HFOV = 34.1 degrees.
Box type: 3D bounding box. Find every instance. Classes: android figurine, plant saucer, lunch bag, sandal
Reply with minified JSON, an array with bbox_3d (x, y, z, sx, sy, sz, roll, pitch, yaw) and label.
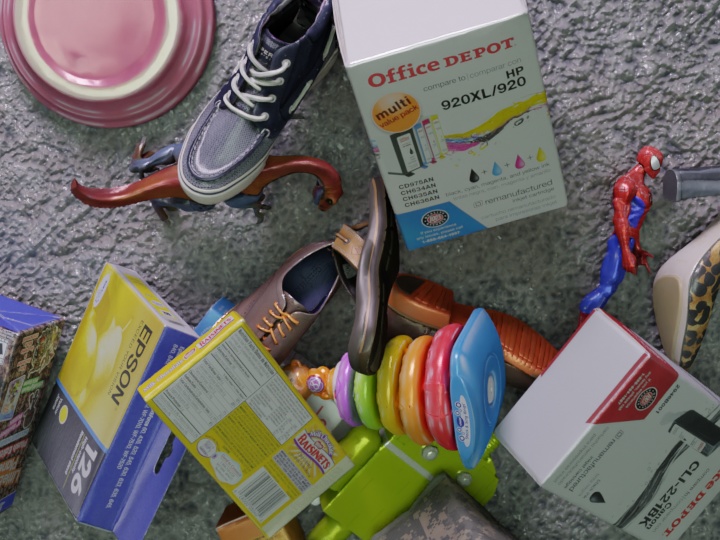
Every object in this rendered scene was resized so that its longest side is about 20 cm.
[{"bbox_3d":[0.048,0.210,1.108,0.182,0.041,0.200,41,100,-20],"label":"android figurine"},{"bbox_3d":[-0.234,-0.230,1.066,0.200,0.051,0.201,0,99,2],"label":"plant saucer"},{"bbox_3d":[0.121,0.305,1.046,0.118,0.164,0.200,-45,113,5],"label":"lunch bag"},{"bbox_3d":[0.000,0.000,1.001,0.055,0.082,0.200,0,56,11],"label":"sandal"}]

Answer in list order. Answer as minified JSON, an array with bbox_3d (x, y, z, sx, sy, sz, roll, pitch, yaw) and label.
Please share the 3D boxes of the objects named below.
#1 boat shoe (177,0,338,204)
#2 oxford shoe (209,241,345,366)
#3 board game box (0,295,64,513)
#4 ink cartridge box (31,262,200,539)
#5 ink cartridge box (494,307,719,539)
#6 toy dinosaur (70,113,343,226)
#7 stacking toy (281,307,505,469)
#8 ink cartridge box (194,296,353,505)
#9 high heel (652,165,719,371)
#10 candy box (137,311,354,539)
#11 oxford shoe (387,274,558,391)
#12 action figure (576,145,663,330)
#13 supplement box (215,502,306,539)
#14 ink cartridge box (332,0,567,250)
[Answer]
[{"bbox_3d":[-0.089,-0.153,0.979,0.075,0.093,0.200,29,71,10],"label":"boat shoe"},{"bbox_3d":[-0.083,0.047,1.032,0.071,0.073,0.200,38,70,-4],"label":"oxford shoe"},{"bbox_3d":[-0.391,0.117,1.092,0.159,0.097,0.200,19,99,8],"label":"board game box"},{"bbox_3d":[-0.217,0.120,1.053,0.047,0.200,0.198,20,100,-36],"label":"ink cartridge box"},{"bbox_3d":[0.240,0.145,1.035,0.200,0.084,0.144,32,100,-37],"label":"ink cartridge box"},{"bbox_3d":[-0.115,-0.071,1.041,0.181,0.200,0.105,3,118,33],"label":"toy dinosaur"},{"bbox_3d":[0.018,0.099,1.019,0.200,0.110,0.116,1,114,20],"label":"stacking toy"},{"bbox_3d":[-0.089,0.132,1.104,0.200,0.067,0.116,37,97,-3],"label":"ink cartridge box"},{"bbox_3d":[0.344,-0.002,1.071,0.142,0.071,0.200,-5,108,-13],"label":"high heel"},{"bbox_3d":[-0.092,0.135,0.992,0.102,0.026,0.200,-40,125,-11],"label":"candy box"},{"bbox_3d":[0.105,0.076,1.087,0.200,0.071,0.073,27,115,5],"label":"oxford shoe"},{"bbox_3d":[0.238,-0.016,1.070,0.052,0.065,0.200,16,101,23],"label":"action figure"},{"bbox_3d":[-0.068,0.315,1.131,0.069,0.067,0.200,-24,96,6],"label":"supplement box"},{"bbox_3d":[0.073,-0.150,0.973,0.147,0.145,0.200,-16,133,6],"label":"ink cartridge box"}]
